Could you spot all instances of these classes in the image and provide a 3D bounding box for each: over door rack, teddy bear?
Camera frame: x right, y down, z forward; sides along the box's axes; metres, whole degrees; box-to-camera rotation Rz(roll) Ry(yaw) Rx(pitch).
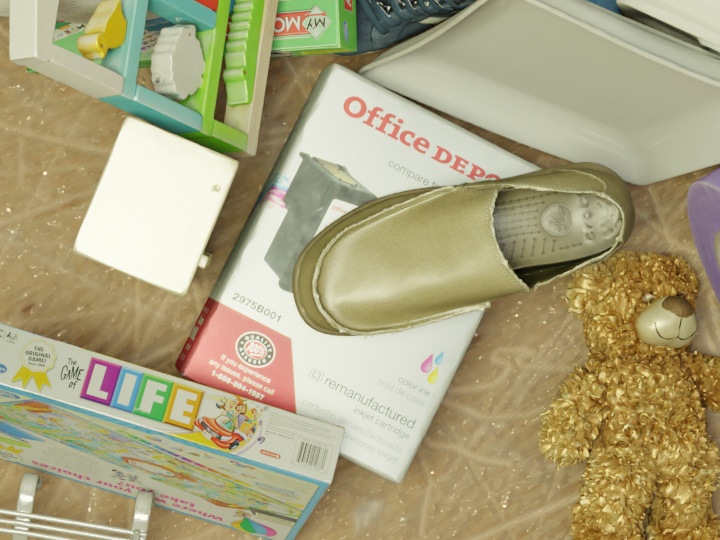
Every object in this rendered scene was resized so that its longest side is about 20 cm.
[{"bbox_3d":[-0.204,0.212,1.191,0.147,0.067,0.201,9,96,-4],"label":"over door rack"},{"bbox_3d":[0.173,0.089,1.223,0.144,0.067,0.201,16,89,-7],"label":"teddy bear"}]

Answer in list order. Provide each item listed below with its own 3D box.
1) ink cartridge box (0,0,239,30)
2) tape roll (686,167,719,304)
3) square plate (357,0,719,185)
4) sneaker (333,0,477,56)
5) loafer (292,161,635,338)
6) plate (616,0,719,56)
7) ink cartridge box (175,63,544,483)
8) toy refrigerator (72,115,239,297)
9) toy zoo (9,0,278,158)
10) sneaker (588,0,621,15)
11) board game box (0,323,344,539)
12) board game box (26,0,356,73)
[{"bbox_3d":[-0.154,-0.191,1.068,0.068,0.200,0.116,-6,88,37],"label":"ink cartridge box"},{"bbox_3d":[0.272,0.017,1.166,0.085,0.200,0.201,-28,93,-5],"label":"tape roll"},{"bbox_3d":[0.123,-0.104,1.136,0.197,0.200,0.029,20,76,-18],"label":"square plate"},{"bbox_3d":[0.046,-0.168,1.138,0.199,0.085,0.075,-28,114,26],"label":"sneaker"},{"bbox_3d":[0.059,-0.016,1.128,0.199,0.067,0.076,-20,93,-6],"label":"loafer"},{"bbox_3d":[0.210,-0.123,1.094,0.199,0.200,0.032,26,98,9],"label":"plate"},{"bbox_3d":[0.000,0.000,1.198,0.145,0.083,0.201,26,88,-5],"label":"ink cartridge box"},{"bbox_3d":[-0.107,-0.033,1.129,0.070,0.200,0.076,22,89,-5],"label":"toy refrigerator"},{"bbox_3d":[-0.113,-0.147,1.044,0.020,0.200,0.132,-2,74,37],"label":"toy zoo"},{"bbox_3d":[0.071,-0.175,1.209,0.199,0.076,0.106,2,90,-6],"label":"sneaker"},{"bbox_3d":[-0.119,0.095,1.161,0.199,0.135,0.034,18,65,-5],"label":"board game box"},{"bbox_3d":[-0.100,-0.185,1.173,0.199,0.029,0.135,-1,91,22],"label":"board game box"}]
